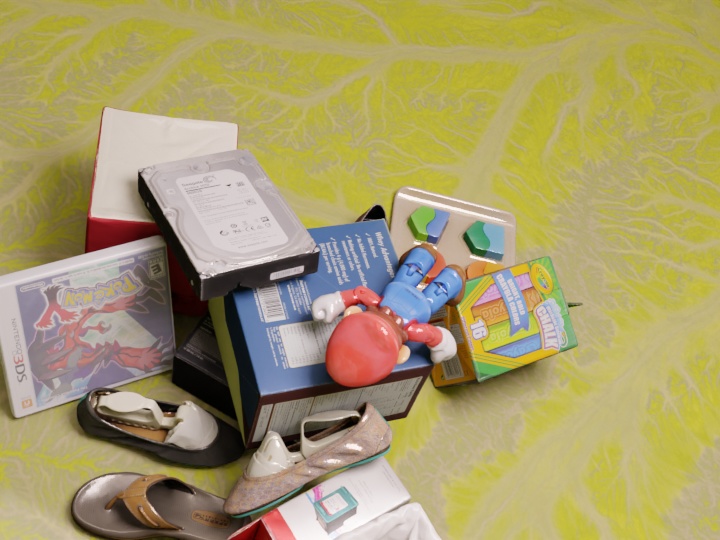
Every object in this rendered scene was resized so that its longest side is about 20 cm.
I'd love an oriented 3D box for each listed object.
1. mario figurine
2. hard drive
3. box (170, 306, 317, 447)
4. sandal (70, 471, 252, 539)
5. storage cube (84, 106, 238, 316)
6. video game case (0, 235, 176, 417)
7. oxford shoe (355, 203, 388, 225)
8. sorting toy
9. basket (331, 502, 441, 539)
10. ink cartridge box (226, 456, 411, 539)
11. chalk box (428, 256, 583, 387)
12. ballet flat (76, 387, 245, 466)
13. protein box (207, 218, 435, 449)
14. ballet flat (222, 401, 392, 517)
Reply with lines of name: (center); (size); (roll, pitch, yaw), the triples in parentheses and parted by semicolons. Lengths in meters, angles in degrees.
mario figurine: (0.026, 0.058, 1.136); (0.123, 0.107, 0.200); (9, 35, 35)
hard drive: (-0.147, -0.057, 1.182); (0.139, 0.038, 0.200); (-13, 44, -25)
box: (-0.107, 0.116, 1.303); (0.199, 0.079, 0.141); (30, 57, 6)
sandal: (-0.217, 0.260, 1.181); (0.199, 0.055, 0.082); (13, 50, 5)
storage cube: (-0.245, -0.068, 1.329); (0.170, 0.180, 0.201); (6, 54, -11)
video game case: (-0.309, 0.064, 1.223); (0.199, 0.183, 0.023); (-17, 38, -25)
oxford shoe: (0.000, 0.000, 1.416); (0.071, 0.073, 0.201); (12, 54, -8)
sorting toy: (0.129, -0.022, 1.491); (0.184, 0.037, 0.201); (14, 54, -7)
basket: (0.012, 0.384, 1.101); (0.197, 0.161, 0.201); (-21, 63, -27)
ink cartridge box: (-0.053, 0.289, 1.176); (0.199, 0.116, 0.067); (-25, 66, -28)
chalk box: (0.186, 0.059, 1.376); (0.199, 0.125, 0.125); (-17, 88, -25)
ballet flat: (-0.227, 0.177, 1.233); (0.199, 0.069, 0.068); (12, 53, -8)
protein box: (-0.050, 0.069, 1.221); (0.199, 0.135, 0.200); (-8, 59, -20)
ballet flat: (-0.065, 0.195, 1.159); (0.199, 0.068, 0.068); (-24, 107, -7)
